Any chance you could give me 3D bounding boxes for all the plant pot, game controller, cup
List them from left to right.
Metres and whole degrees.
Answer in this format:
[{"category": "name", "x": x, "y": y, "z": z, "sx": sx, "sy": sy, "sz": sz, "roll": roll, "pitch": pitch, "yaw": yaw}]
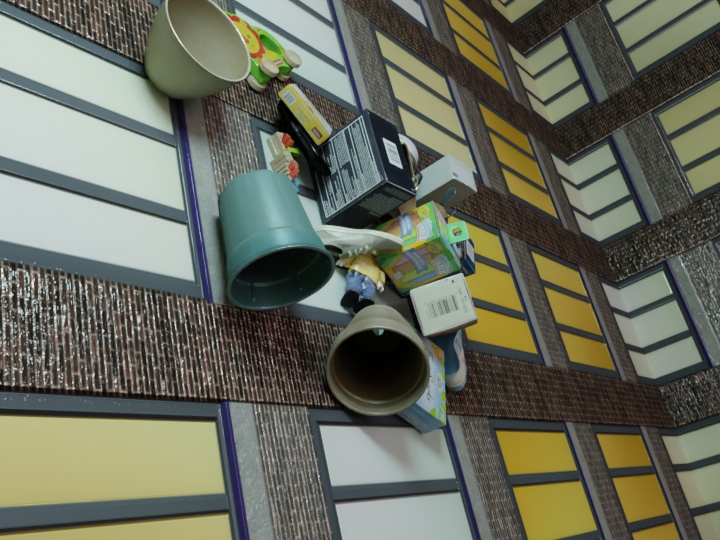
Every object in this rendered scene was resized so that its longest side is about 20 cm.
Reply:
[{"category": "cup", "x": -0.333, "y": -0.412, "z": 1.394, "sx": 0.200, "sy": 0.143, "sz": 0.202, "roll": 35, "pitch": 39, "yaw": -36}, {"category": "plant pot", "x": -0.168, "y": -0.062, "z": 1.323, "sx": 0.199, "sy": 0.200, "sz": 0.197, "roll": 17, "pitch": 43, "yaw": -48}, {"category": "game controller", "x": -0.127, "y": -0.299, "z": 1.633, "sx": 0.201, "sy": 0.042, "sz": 0.104, "roll": 57, "pitch": -5, "yaw": 27}, {"category": "plant pot", "x": 0.034, "y": 0.159, "z": 1.447, "sx": 0.200, "sy": 0.199, "sz": 0.174, "roll": 49, "pitch": 16, "yaw": -18}]

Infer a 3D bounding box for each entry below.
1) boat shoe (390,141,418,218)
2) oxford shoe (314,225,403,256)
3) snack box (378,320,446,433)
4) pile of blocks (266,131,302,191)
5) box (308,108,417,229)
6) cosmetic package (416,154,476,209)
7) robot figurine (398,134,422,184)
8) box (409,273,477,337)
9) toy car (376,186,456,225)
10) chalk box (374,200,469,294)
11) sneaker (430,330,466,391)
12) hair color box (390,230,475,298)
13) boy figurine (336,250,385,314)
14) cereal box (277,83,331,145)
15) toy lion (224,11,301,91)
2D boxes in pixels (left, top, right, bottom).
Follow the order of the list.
[{"category": "boat shoe", "x": 0.101, "y": -0.202, "z": 1.714, "sx": 0.072, "sy": 0.065, "sz": 0.202, "roll": -12, "pitch": 95, "yaw": -33}, {"category": "oxford shoe", "x": -0.006, "y": -0.057, "z": 1.577, "sx": 0.075, "sy": 0.198, "sz": 0.058, "roll": 100, "pitch": -5, "yaw": -73}, {"category": "snack box", "x": 0.113, "y": 0.227, "z": 1.590, "sx": 0.168, "sy": 0.067, "sz": 0.201, "roll": 40, "pitch": 37, "yaw": -30}, {"category": "pile of blocks", "x": -0.151, "y": -0.223, "z": 1.580, "sx": 0.082, "sy": 0.062, "sz": 0.201, "roll": 26, "pitch": 46, "yaw": -43}, {"category": "box", "x": -0.001, "y": -0.222, "z": 1.662, "sx": 0.123, "sy": 0.198, "sz": 0.201, "roll": 17, "pitch": 52, "yaw": -49}, {"category": "cosmetic package", "x": 0.196, "y": -0.213, "z": 1.935, "sx": 0.112, "sy": 0.199, "sz": 0.082, "roll": 22, "pitch": 48, "yaw": -46}, {"category": "robot figurine", "x": 0.062, "y": -0.246, "z": 1.804, "sx": 0.150, "sy": 0.124, "sz": 0.201, "roll": 46, "pitch": 64, "yaw": -34}, {"category": "box", "x": 0.196, "y": 0.086, "z": 1.672, "sx": 0.200, "sy": 0.127, "sz": 0.110, "roll": 34, "pitch": 38, "yaw": -77}, {"category": "toy car", "x": 0.155, "y": -0.131, "z": 1.810, "sx": 0.158, "sy": 0.199, "sz": 0.165, "roll": 39, "pitch": 37, "yaw": -30}, {"category": "chalk box", "x": 0.148, "y": -0.060, "z": 1.648, "sx": 0.124, "sy": 0.199, "sz": 0.125, "roll": 51, "pitch": 22, "yaw": -39}, {"category": "sneaker", "x": 0.217, "y": 0.201, "z": 1.768, "sx": 0.201, "sy": 0.076, "sz": 0.081, "roll": -85, "pitch": 156, "yaw": -47}, {"category": "hair color box", "x": 0.172, "y": -0.014, "z": 1.737, "sx": 0.061, "sy": 0.199, "sz": 0.101, "roll": 49, "pitch": 31, "yaw": -36}, {"category": "boy figurine", "x": 0.000, "y": 0.000, "z": 1.615, "sx": 0.124, "sy": 0.064, "sz": 0.201, "roll": 28, "pitch": 39, "yaw": -18}, {"category": "cereal box", "x": -0.124, "y": -0.362, "z": 1.670, "sx": 0.144, "sy": 0.039, "sz": 0.200, "roll": 50, "pitch": 9, "yaw": -13}, {"category": "toy lion", "x": -0.252, "y": -0.519, "z": 1.684, "sx": 0.192, "sy": 0.069, "sz": 0.200, "roll": 49, "pitch": 32, "yaw": -4}]
